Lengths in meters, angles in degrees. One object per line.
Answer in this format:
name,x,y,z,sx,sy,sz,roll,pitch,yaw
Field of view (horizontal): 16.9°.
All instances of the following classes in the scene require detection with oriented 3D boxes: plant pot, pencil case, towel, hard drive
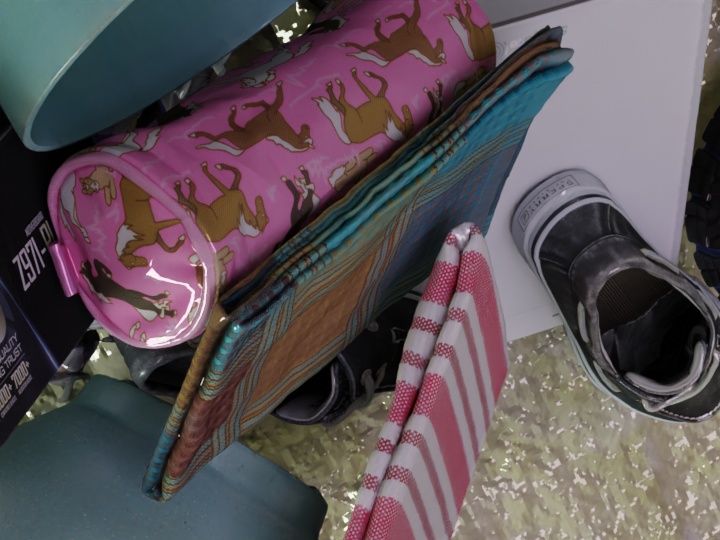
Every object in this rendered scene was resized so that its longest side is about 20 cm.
plant pot,-0.086,-0.167,0.860,0.200,0.201,0.161,-38,86,-6
plant pot,-0.095,0.129,1.038,0.200,0.200,0.135,35,78,-26
pencil case,-0.031,-0.048,0.925,0.200,0.083,0.087,-39,164,-43
towel,0.000,0.000,0.943,0.022,0.147,0.200,41,56,12
towel,0.017,0.092,1.001,0.030,0.147,0.201,16,71,12
hard drive,0.088,-0.050,1.084,0.131,0.026,0.201,-17,139,-15

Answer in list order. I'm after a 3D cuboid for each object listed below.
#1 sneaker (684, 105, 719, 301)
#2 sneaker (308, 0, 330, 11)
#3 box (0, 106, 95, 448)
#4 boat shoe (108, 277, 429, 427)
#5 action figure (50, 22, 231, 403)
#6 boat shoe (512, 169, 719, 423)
sneaker,0.212,-0.072,1.131,0.078,0.075,0.202,15,89,-31
sneaker,0.023,-0.158,1.049,0.116,0.075,0.200,-54,130,-6
box,-0.208,0.014,0.916,0.198,0.164,0.087,-13,113,23
boat shoe,-0.020,0.036,1.044,0.199,0.068,0.072,12,133,-41
action figure,-0.109,-0.026,1.027,0.129,0.069,0.201,-6,127,-37
boat shoe,0.130,0.032,1.119,0.072,0.071,0.200,-38,140,10
